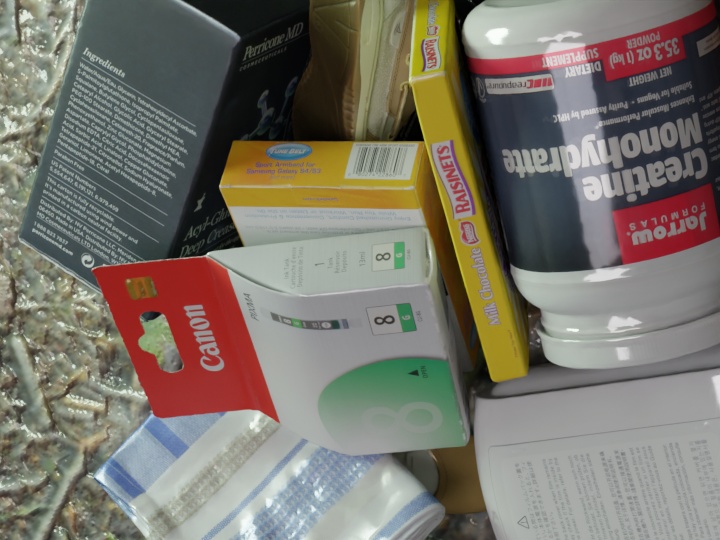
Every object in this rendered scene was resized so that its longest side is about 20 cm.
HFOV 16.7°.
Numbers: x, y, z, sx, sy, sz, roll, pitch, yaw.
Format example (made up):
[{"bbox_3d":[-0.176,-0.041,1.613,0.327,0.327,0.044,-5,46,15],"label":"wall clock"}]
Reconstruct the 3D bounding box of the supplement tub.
[{"bbox_3d":[0.140,-0.060,1.345,0.139,0.140,0.202,-5,105,32],"label":"supplement tub"}]

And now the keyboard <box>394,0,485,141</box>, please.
[{"bbox_3d":[0.041,-0.082,1.472,0.104,0.039,0.201,50,130,35],"label":"keyboard"}]

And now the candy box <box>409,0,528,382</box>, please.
[{"bbox_3d":[0.062,-0.047,1.372,0.026,0.103,0.201,-10,122,12],"label":"candy box"}]

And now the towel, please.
[{"bbox_3d":[-0.059,0.138,1.502,0.147,0.024,0.200,-45,60,-5],"label":"towel"}]

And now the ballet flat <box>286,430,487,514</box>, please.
[{"bbox_3d":[-0.003,0.113,1.545,0.199,0.063,0.069,20,118,24],"label":"ballet flat"}]

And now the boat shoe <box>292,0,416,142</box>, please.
[{"bbox_3d":[0.006,-0.108,1.428,0.074,0.066,0.201,56,152,31],"label":"boat shoe"}]

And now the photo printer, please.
[{"bbox_3d":[0.164,0.129,1.444,0.199,0.069,0.168,-11,102,34],"label":"photo printer"}]

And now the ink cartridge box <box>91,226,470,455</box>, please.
[{"bbox_3d":[-0.043,0.050,1.436,0.198,0.050,0.161,-8,141,7],"label":"ink cartridge box"}]

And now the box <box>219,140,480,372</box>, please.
[{"bbox_3d":[0.000,0.000,1.456,0.118,0.042,0.201,1,144,17],"label":"box"}]

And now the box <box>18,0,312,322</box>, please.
[{"bbox_3d":[-0.102,-0.096,1.475,0.107,0.148,0.201,30,121,18],"label":"box"}]
